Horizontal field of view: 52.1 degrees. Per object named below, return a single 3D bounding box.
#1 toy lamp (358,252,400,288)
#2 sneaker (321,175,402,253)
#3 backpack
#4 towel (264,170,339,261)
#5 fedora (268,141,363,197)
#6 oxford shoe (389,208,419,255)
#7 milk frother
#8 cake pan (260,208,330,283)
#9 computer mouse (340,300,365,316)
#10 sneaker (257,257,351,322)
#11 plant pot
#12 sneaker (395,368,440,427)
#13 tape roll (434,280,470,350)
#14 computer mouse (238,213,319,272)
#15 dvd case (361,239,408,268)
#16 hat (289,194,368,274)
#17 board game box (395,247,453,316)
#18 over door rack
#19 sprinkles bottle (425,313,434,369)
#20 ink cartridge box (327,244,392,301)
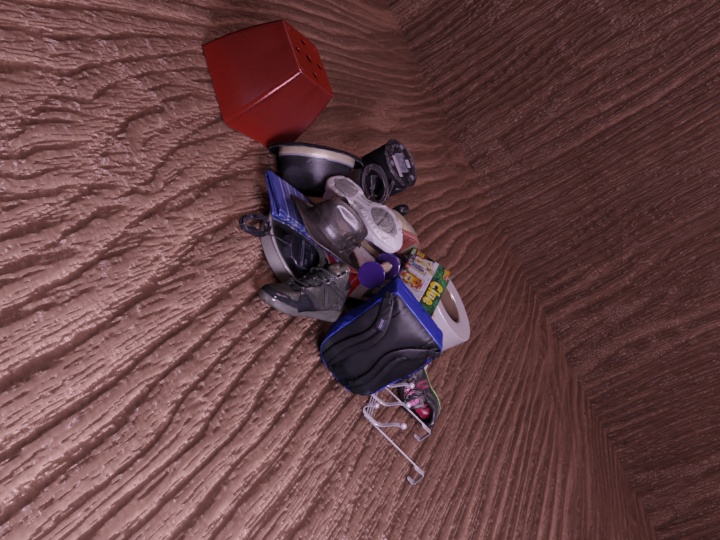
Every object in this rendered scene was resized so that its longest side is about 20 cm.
[{"bbox_3d":[0.043,-0.003,1.450,0.058,0.058,0.200,63,13,-1],"label":"toy lamp"},{"bbox_3d":[0.001,-0.098,1.483,0.200,0.099,0.078,45,46,14],"label":"sneaker"},{"bbox_3d":[0.037,0.131,1.374,0.163,0.200,0.168,52,14,-5],"label":"backpack"},{"bbox_3d":[-0.107,-0.102,1.433,0.200,0.024,0.145,36,24,-38],"label":"towel"},{"bbox_3d":[-0.097,-0.204,1.534,0.201,0.200,0.092,13,85,-63],"label":"fedora"},{"bbox_3d":[0.044,-0.106,1.584,0.200,0.071,0.074,36,33,-35],"label":"oxford shoe"},{"bbox_3d":[0.003,-0.194,1.683,0.200,0.188,0.181,13,61,-49],"label":"milk frother"},{"bbox_3d":[-0.125,-0.035,1.412,0.200,0.037,0.200,49,26,-34],"label":"cake pan"},{"bbox_3d":[0.023,0.105,1.563,0.138,0.053,0.200,39,25,-4],"label":"computer mouse"},{"bbox_3d":[-0.090,0.024,1.289,0.199,0.114,0.076,12,19,-48],"label":"sneaker"},{"bbox_3d":[-0.176,-0.392,1.514,0.200,0.176,0.200,19,48,-60],"label":"plant pot"},{"bbox_3d":[0.114,0.254,1.576,0.200,0.077,0.084,54,19,-19],"label":"sneaker"},{"bbox_3d":[0.152,0.101,1.749,0.203,0.139,0.203,48,26,-33],"label":"tape roll"},{"bbox_3d":[-0.144,-0.047,1.298,0.200,0.034,0.059,33,53,-44],"label":"computer mouse"},{"bbox_3d":[0.095,-0.019,1.617,0.200,0.016,0.149,43,26,4],"label":"dvd case"},{"bbox_3d":[-0.039,-0.089,1.378,0.201,0.081,0.201,48,12,-14],"label":"hat"},{"bbox_3d":[0.118,0.038,1.525,0.105,0.023,0.200,35,41,-2],"label":"board game box"},{"bbox_3d":[0.086,0.299,1.474,0.200,0.067,0.148,57,23,-16],"label":"over door rack"},{"bbox_3d":[0.119,0.149,1.589,0.200,0.068,0.068,89,-7,-52],"label":"sprinkles bottle"},{"bbox_3d":[0.000,0.000,1.554,0.200,0.067,0.116,17,36,-42],"label":"ink cartridge box"}]
